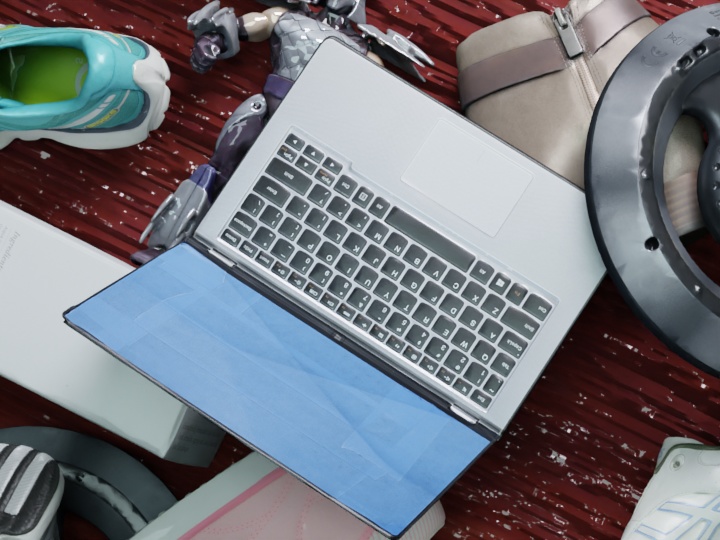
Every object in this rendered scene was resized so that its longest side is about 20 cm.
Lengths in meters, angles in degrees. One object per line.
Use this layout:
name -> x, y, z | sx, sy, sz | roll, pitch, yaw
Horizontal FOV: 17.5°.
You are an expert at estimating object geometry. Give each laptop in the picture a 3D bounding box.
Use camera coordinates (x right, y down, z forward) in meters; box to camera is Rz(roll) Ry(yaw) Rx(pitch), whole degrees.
laptop -> 0.000, 0.000, 1.105 | 0.187, 0.116, 0.200 | 33, 83, 12

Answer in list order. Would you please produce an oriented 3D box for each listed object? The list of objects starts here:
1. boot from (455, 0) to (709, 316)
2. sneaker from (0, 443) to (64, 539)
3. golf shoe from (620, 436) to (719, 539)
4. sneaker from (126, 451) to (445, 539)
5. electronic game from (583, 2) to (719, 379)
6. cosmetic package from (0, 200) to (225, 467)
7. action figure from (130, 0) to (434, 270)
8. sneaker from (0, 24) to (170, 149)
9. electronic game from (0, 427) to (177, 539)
boot -> 0.084, -0.054, 1.204 | 0.199, 0.070, 0.147 | -25, 74, 4
sneaker -> -0.192, 0.190, 1.118 | 0.075, 0.116, 0.200 | 17, 51, 20
golf shoe -> 0.160, 0.137, 1.171 | 0.199, 0.078, 0.097 | -26, 63, -1
sneaker -> -0.043, 0.146, 1.166 | 0.200, 0.075, 0.105 | -31, 85, -24
electronic game -> 0.203, -0.038, 1.157 | 0.199, 0.042, 0.201 | 5, 75, -18
cosmetic package -> -0.157, 0.023, 1.204 | 0.200, 0.113, 0.081 | 27, 87, 13
action figure -> -0.042, -0.077, 1.220 | 0.130, 0.069, 0.200 | 25, 84, 19
sneaker -> -0.200, -0.104, 1.234 | 0.199, 0.080, 0.078 | -3, 83, 22
electronic game -> -0.174, 0.181, 1.213 | 0.199, 0.042, 0.201 | -1, 77, 3
